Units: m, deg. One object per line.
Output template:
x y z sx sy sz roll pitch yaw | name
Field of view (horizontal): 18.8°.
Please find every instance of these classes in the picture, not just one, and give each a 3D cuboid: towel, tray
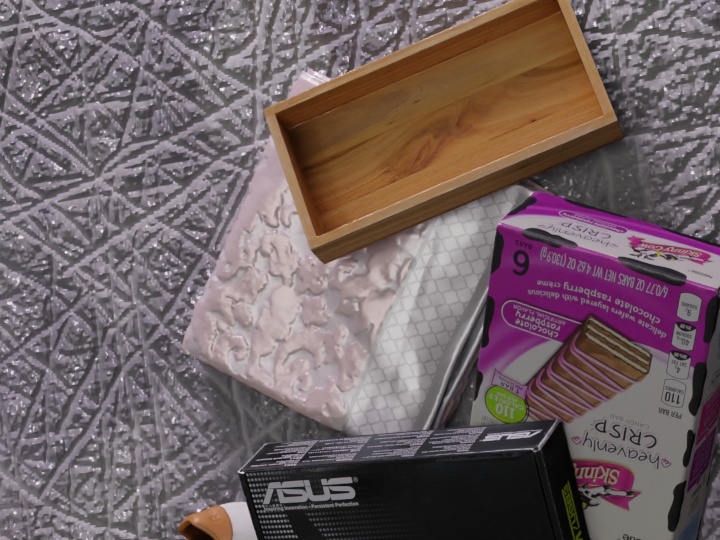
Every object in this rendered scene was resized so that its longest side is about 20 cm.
0.000 0.000 1.367 0.190 0.032 0.201 27 96 22 | towel
0.050 -0.089 1.324 0.199 0.037 0.099 -23 69 8 | tray

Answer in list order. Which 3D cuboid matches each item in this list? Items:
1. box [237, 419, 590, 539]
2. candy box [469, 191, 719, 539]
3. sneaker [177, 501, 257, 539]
0.044 0.189 1.281 0.199 0.048 0.194 -6 111 27 | box
0.136 0.071 1.248 0.136 0.061 0.201 17 118 23 | candy box
-0.084 0.246 1.347 0.073 0.084 0.202 -22 69 53 | sneaker
